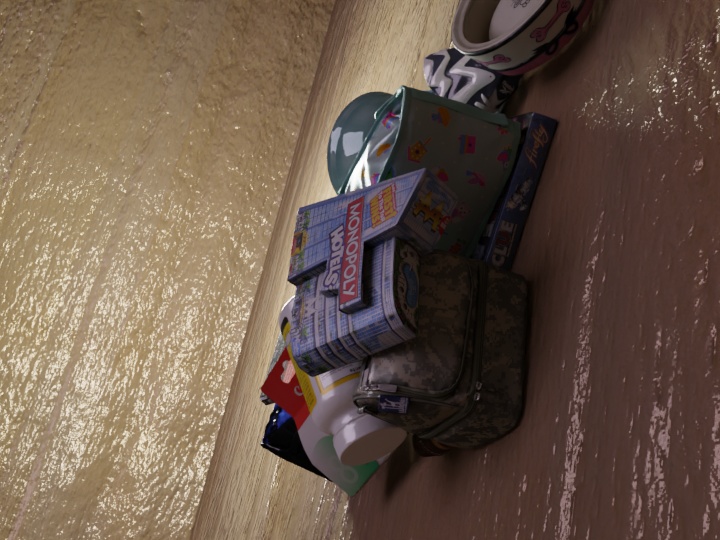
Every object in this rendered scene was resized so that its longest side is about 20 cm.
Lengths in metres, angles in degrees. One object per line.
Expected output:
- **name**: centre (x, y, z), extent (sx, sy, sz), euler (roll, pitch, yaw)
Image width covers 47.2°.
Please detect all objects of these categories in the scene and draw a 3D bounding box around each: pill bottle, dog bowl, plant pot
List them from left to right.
- **pill bottle**: centre (-0.019, 0.123, 0.989), extent (0.113, 0.111, 0.202), euler (-58, 45, 43)
- **plant pot**: centre (0.063, -0.182, 1.335), extent (0.133, 0.199, 0.203), euler (19, 91, 49)
- **dog bowl**: centre (0.209, -0.335, 1.034), extent (0.199, 0.073, 0.202), euler (-36, 35, 31)

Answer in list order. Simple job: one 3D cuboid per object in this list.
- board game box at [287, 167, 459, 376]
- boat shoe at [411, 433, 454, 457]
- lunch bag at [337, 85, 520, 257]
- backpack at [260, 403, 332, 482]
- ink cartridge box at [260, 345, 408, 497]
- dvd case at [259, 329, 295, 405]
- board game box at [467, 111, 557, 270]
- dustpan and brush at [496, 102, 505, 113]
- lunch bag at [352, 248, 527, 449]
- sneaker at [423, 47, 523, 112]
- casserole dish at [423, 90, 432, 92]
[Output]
- **board game box**: centre (0.009, -0.013, 0.876), extent (0.198, 0.061, 0.202), euler (-27, 44, 36)
- **boat shoe**: centre (0.093, 0.127, 1.013), extent (0.070, 0.069, 0.203), euler (136, 150, -58)
- **lunch bag**: centre (0.084, -0.118, 1.005), extent (0.123, 0.168, 0.202), euler (-104, 33, -53)
- **backpack**: centre (-0.052, 0.216, 1.280), extent (0.200, 0.160, 0.170), euler (130, 158, -59)
- **ink cartridge box**: centre (-0.044, 0.192, 1.111), extent (0.162, 0.199, 0.050), euler (-56, -5, 39)
- **dvd case**: centre (-0.051, 0.117, 1.215), extent (0.198, 0.022, 0.147), euler (-20, 37, 28)
- **board game box**: centre (0.175, -0.093, 1.044), extent (0.135, 0.034, 0.203), euler (-164, 92, -76)
- **dustpan and brush**: centre (0.163, -0.275, 1.269), extent (0.202, 0.056, 0.140), euler (-88, 21, -50)
- **lunch bag**: centre (0.082, 0.082, 0.907), extent (0.139, 0.165, 0.203), euler (132, 153, -59)
- **sneaker**: centre (0.169, -0.222, 1.130), extent (0.128, 0.079, 0.202), euler (-17, 73, 27)
- **casserole dish**: centre (0.099, -0.168, 1.214), extent (0.039, 0.120, 0.203), euler (28, -139, -70)
